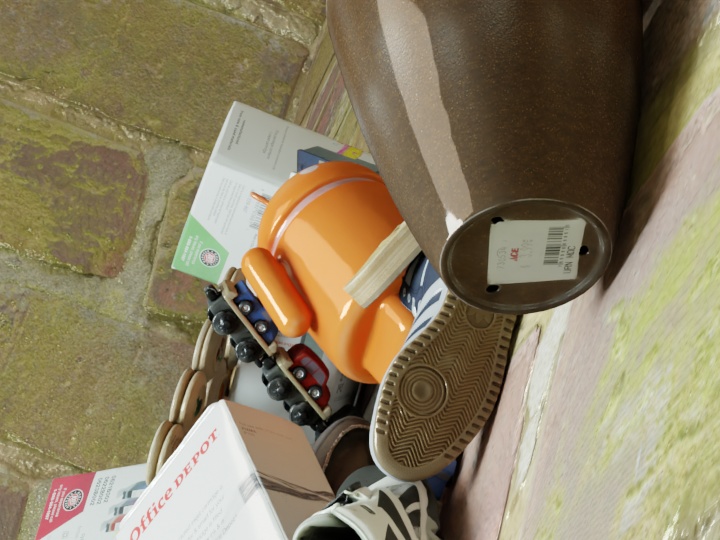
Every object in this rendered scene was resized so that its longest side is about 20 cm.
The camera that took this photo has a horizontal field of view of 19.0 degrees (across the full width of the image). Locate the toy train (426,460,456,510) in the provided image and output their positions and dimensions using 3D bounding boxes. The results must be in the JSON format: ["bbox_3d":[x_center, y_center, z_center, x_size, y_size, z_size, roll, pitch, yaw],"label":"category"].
[{"bbox_3d":[0.028,0.182,1.374,0.046,0.034,0.202,135,153,-67],"label":"toy train"}]

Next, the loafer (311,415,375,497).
[{"bbox_3d":[-0.010,0.198,1.541,0.071,0.073,0.202,-24,47,54],"label":"loafer"}]

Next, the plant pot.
[{"bbox_3d":[0.080,-0.082,1.193,0.188,0.185,0.201,116,156,-44],"label":"plant pot"}]

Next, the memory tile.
[{"bbox_3d":[-0.120,0.109,1.635,0.154,0.017,0.201,93,-166,-52],"label":"memory tile"}]

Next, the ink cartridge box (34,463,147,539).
[{"bbox_3d":[-0.154,0.255,1.783,0.146,0.198,0.145,-79,-31,-44],"label":"ink cartridge box"}]

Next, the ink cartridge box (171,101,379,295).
[{"bbox_3d":[-0.048,-0.040,1.893,0.088,0.198,0.146,-73,5,-45],"label":"ink cartridge box"}]

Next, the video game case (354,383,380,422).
[{"bbox_3d":[0.010,0.089,1.776,0.201,0.017,0.144,113,171,-52],"label":"video game case"}]

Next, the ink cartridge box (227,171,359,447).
[{"bbox_3d":[-0.032,0.030,1.711,0.146,0.083,0.202,-11,-63,-80],"label":"ink cartridge box"}]

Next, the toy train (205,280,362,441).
[{"bbox_3d":[-0.046,0.081,1.597,0.046,0.200,0.034,-38,22,2],"label":"toy train"}]

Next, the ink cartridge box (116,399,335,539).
[{"bbox_3d":[-0.076,0.210,1.474,0.147,0.082,0.201,-52,40,21],"label":"ink cartridge box"}]

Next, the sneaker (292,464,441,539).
[{"bbox_3d":[-0.001,0.159,1.305,0.074,0.088,0.200,-59,18,10],"label":"sneaker"}]

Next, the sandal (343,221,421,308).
[{"bbox_3d":[0.048,-0.076,1.438,0.212,0.070,0.078,-48,3,-10],"label":"sandal"}]

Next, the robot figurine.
[{"bbox_3d":[-0.001,0.000,1.539,0.143,0.200,0.117,-37,-39,-4],"label":"robot figurine"}]

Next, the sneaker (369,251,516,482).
[{"bbox_3d":[0.051,0.050,1.387,0.201,0.070,0.108,-66,10,-19],"label":"sneaker"}]
